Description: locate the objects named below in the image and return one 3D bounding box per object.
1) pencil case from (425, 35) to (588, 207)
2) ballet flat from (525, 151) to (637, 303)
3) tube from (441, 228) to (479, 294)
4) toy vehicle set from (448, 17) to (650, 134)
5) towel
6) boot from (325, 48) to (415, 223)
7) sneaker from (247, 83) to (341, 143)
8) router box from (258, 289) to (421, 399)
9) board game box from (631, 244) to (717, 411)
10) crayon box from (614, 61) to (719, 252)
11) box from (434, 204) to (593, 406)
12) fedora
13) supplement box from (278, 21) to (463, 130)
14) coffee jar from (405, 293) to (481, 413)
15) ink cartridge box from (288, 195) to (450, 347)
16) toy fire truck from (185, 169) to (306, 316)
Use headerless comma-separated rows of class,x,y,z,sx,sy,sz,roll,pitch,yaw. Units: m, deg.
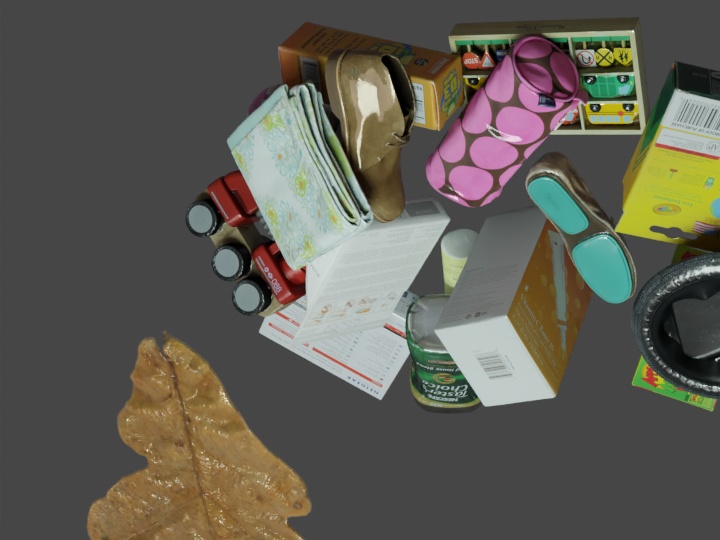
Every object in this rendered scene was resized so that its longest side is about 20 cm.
pencil case,0.150,-0.147,1.278,0.093,0.091,0.200,28,141,-9
ballet flat,0.255,-0.053,1.362,0.068,0.067,0.200,-18,121,33
tube,0.135,0.032,1.529,0.058,0.052,0.201,51,162,37
toy vehicle set,0.199,-0.202,1.280,0.199,0.027,0.125,3,132,27
towel,-0.070,-0.099,1.327,0.200,0.048,0.172,-28,85,63
boot,0.024,-0.137,1.282,0.075,0.074,0.201,3,125,29
sneaker,-0.039,-0.153,1.431,0.199,0.081,0.089,20,162,19
router box,-0.022,0.065,1.646,0.199,0.049,0.180,29,138,1
board game box,0.390,0.069,1.420,0.101,0.048,0.201,18,136,13
crayon box,0.348,-0.111,1.249,0.126,0.051,0.201,13,137,-2
box,0.182,0.037,1.390,0.097,0.201,0.125,-13,124,37
fedora,0.392,0.043,1.292,0.199,0.092,0.202,11,124,17
supplement box,0.011,-0.213,1.326,0.199,0.067,0.069,18,136,24
coffee jar,0.111,0.110,1.540,0.103,0.086,0.200,0,151,5
ink cartridge box,0.000,0.000,1.473,0.050,0.160,0.200,56,135,27
toy fire truck,-0.099,-0.059,1.498,0.199,0.129,0.177,-34,85,24
